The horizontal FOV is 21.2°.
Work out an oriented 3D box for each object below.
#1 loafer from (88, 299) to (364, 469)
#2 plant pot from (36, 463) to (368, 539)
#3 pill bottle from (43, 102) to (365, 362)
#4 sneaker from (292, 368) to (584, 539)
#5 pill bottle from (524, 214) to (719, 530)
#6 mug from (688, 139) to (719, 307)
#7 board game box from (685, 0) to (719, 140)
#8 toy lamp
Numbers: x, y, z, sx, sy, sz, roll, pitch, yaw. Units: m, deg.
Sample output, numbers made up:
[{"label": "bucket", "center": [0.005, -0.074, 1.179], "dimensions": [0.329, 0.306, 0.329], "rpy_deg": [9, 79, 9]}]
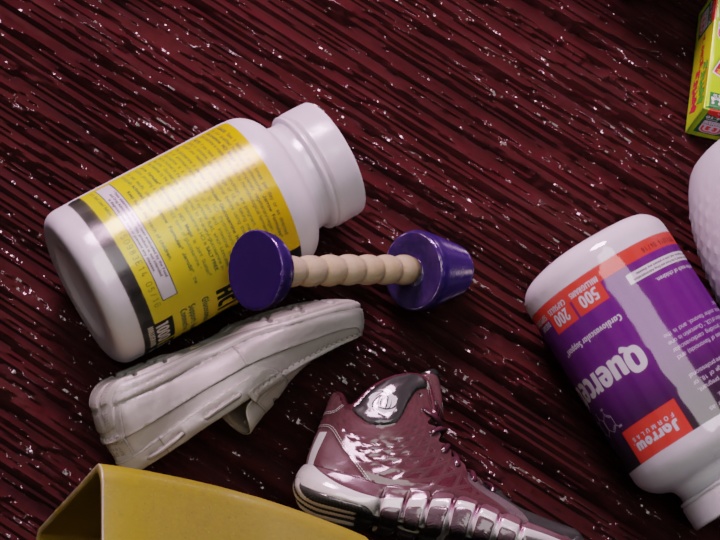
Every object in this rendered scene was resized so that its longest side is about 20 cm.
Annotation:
[{"label": "loafer", "center": [-0.083, 0.074, 1.286], "dimensions": [0.199, 0.070, 0.070], "rpy_deg": [-23, 97, -19]}, {"label": "plant pot", "center": [-0.092, 0.237, 1.166], "dimensions": [0.175, 0.200, 0.201], "rpy_deg": [3, 70, -20]}, {"label": "pill bottle", "center": [-0.101, -0.031, 1.290], "dimensions": [0.199, 0.113, 0.113], "rpy_deg": [-29, 78, -17]}, {"label": "sneaker", "center": [0.062, 0.126, 1.284], "dimensions": [0.199, 0.076, 0.116], "rpy_deg": [16, 66, -3]}, {"label": "pill bottle", "center": [0.205, 0.070, 1.304], "dimensions": [0.112, 0.113, 0.201], "rpy_deg": [-28, 77, -17]}, {"label": "mug", "center": [0.299, -0.022, 1.309], "dimensions": [0.147, 0.200, 0.176], "rpy_deg": [-34, 64, 13]}, {"label": "board game box", "center": [0.348, -0.135, 1.432], "dimensions": [0.199, 0.048, 0.102], "rpy_deg": [12, 70, -5]}, {"label": "toy lamp", "center": [0.000, 0.000, 1.280], "dimensions": [0.199, 0.058, 0.059], "rpy_deg": [1, 66, -46]}]
